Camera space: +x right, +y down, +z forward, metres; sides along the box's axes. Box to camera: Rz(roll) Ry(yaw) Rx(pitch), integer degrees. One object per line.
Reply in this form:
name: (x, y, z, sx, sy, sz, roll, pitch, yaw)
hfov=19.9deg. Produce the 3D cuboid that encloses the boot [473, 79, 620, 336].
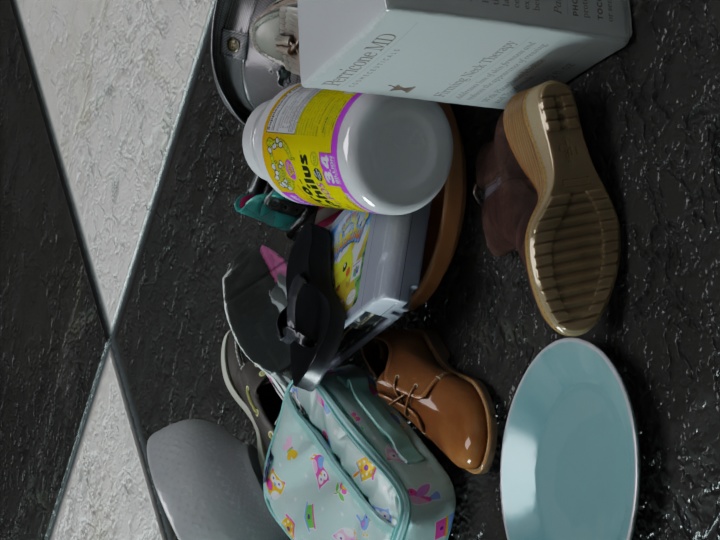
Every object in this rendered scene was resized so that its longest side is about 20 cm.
boot: (0.135, -0.032, 1.554, 0.166, 0.072, 0.201, 127, 140, -70)

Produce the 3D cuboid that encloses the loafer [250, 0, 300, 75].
loafer: (-0.015, -0.187, 1.671, 0.199, 0.063, 0.072, 8, 119, 34)

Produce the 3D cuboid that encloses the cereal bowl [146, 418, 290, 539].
cereal bowl: (-0.121, 0.227, 1.968, 0.201, 0.083, 0.200, 62, -174, -11)

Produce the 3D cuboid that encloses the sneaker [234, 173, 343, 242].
sneaker: (-0.055, -0.038, 1.882, 0.084, 0.120, 0.201, 171, 102, -69)

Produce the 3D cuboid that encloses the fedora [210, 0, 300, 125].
fedora: (-0.054, -0.220, 1.910, 0.090, 0.177, 0.201, 17, 100, 35)

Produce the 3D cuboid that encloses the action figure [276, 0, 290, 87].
action figure: (-0.036, -0.182, 1.784, 0.118, 0.055, 0.201, -8, 104, 52)

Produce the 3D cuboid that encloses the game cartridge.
game cartridge: (0.000, 0.000, 1.750, 0.200, 0.040, 0.134, -41, 32, 57)

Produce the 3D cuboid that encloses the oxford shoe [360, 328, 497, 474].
oxford shoe: (0.053, 0.108, 1.681, 0.200, 0.071, 0.072, 47, 126, 58)

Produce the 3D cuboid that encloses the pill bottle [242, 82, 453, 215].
pill bottle: (-0.018, -0.102, 1.679, 0.200, 0.104, 0.105, 9, 95, 58)

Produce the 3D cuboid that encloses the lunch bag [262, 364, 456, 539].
lunch bag: (-0.006, 0.181, 1.743, 0.200, 0.077, 0.161, 47, 135, 39)

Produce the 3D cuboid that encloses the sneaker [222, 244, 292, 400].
sneaker: (-0.071, 0.071, 1.881, 0.201, 0.080, 0.086, 65, 170, -12)

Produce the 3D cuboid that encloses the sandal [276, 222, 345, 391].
sandal: (-0.052, 0.032, 1.745, 0.200, 0.043, 0.076, -101, 34, -56)

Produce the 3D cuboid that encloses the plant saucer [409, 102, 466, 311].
plant saucer: (0.043, -0.064, 1.780, 0.200, 0.032, 0.201, -175, 90, -66)

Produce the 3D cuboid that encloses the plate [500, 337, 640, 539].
plate: (0.158, 0.149, 1.494, 0.200, 0.025, 0.201, -175, 90, -67)

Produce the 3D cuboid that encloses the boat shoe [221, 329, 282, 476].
boat shoe: (-0.079, 0.122, 1.979, 0.061, 0.071, 0.202, -61, 41, 43)

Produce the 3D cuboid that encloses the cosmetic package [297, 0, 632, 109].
cosmetic package: (0.072, -0.230, 1.537, 0.167, 0.199, 0.167, 148, 123, -62)
